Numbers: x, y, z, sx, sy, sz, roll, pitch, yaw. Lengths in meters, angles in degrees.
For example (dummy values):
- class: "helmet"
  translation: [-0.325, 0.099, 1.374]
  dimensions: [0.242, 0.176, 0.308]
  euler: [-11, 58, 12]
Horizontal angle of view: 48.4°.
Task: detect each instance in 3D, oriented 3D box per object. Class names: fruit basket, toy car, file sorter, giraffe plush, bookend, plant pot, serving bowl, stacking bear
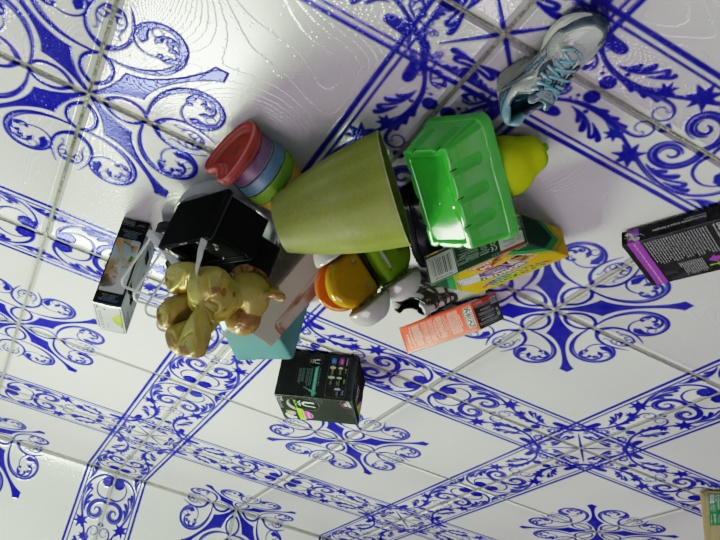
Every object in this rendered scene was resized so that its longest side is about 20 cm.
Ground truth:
- class: "fruit basket"
  translation: [0.189, -0.151, 1.248]
  dimensions: [0.154, 0.218, 0.215]
  euler: [6, 154, 49]
- class: "toy car"
  translation: [0.000, 0.000, 1.468]
  dimensions: [0.177, 0.199, 0.149]
  euler: [57, 151, -5]
- class: "file sorter"
  translation: [-0.334, 0.046, 1.501]
  dimensions: [0.200, 0.125, 0.138]
  euler: [41, -173, 35]
- class: "giraffe plush"
  translation: [-0.223, 0.048, 1.328]
  dimensions: [0.160, 0.173, 0.202]
  euler: [8, 122, -41]
- class: "bookend"
  translation: [-0.216, -0.039, 1.398]
  dimensions: [0.199, 0.093, 0.197]
  euler: [34, 157, -31]
- class: "plant pot"
  translation: [-0.222, 0.071, 1.698]
  dimensions: [0.139, 0.143, 0.202]
  euler: [-3, 137, 20]
- class: "serving bowl"
  translation: [-0.247, -0.104, 1.501]
  dimensions: [0.196, 0.067, 0.201]
  euler: [8, 147, 5]
- class: "plant pot"
  translation: [-0.037, -0.103, 1.286]
  dimensions: [0.196, 0.190, 0.188]
  euler: [-16, 142, 8]
- class: "stacking bear"
  translation: [-0.147, -0.148, 1.363]
  dimensions: [0.199, 0.114, 0.121]
  euler: [40, 178, -34]

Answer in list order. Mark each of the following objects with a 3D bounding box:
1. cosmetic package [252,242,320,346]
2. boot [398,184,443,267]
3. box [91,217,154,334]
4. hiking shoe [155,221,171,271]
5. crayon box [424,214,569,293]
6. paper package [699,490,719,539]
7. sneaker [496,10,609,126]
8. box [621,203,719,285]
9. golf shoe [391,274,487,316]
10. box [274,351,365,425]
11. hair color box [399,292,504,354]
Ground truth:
- class: "cosmetic package"
  translation: [-0.150, 0.031, 1.546]
  dimensions: [0.200, 0.103, 0.087]
  euler: [-47, 128, 4]
- class: "boot"
  translation: [0.168, -0.078, 1.410]
  dimensions: [0.165, 0.077, 0.202]
  euler: [0, 141, 21]
- class: "box"
  translation: [-0.476, 0.012, 1.616]
  dimensions: [0.059, 0.203, 0.117]
  euler: [12, 146, -3]
- class: "hiking shoe"
  translation: [-0.362, -0.016, 1.633]
  dimensions: [0.074, 0.102, 0.201]
  euler: [-2, 145, 17]
- class: "crayon box"
  translation: [0.241, -0.024, 1.412]
  dimensions: [0.198, 0.059, 0.171]
  euler: [-25, 159, 33]
- class: "paper package"
  translation: [1.045, 0.746, 2.269]
  dimensions: [0.102, 0.203, 0.190]
  euler: [-14, 140, 33]
- class: "sneaker"
  translation: [0.264, -0.266, 1.096]
  dimensions: [0.077, 0.088, 0.200]
  euler: [23, 145, -21]
- class: "box"
  translation: [0.573, -0.044, 1.386]
  dimensions: [0.198, 0.037, 0.143]
  euler: [-16, 139, 36]
- class: "golf shoe"
  translation: [0.156, 0.054, 1.596]
  dimensions: [0.196, 0.096, 0.078]
  euler: [-1, 144, 14]
- class: "box"
  translation: [-0.098, 0.292, 1.993]
  dimensions: [0.196, 0.126, 0.149]
  euler: [4, 148, 9]
- class: "hair color box"
  translation: [0.187, 0.110, 1.658]
  dimensions: [0.198, 0.062, 0.101]
  euler: [-23, 175, 40]
